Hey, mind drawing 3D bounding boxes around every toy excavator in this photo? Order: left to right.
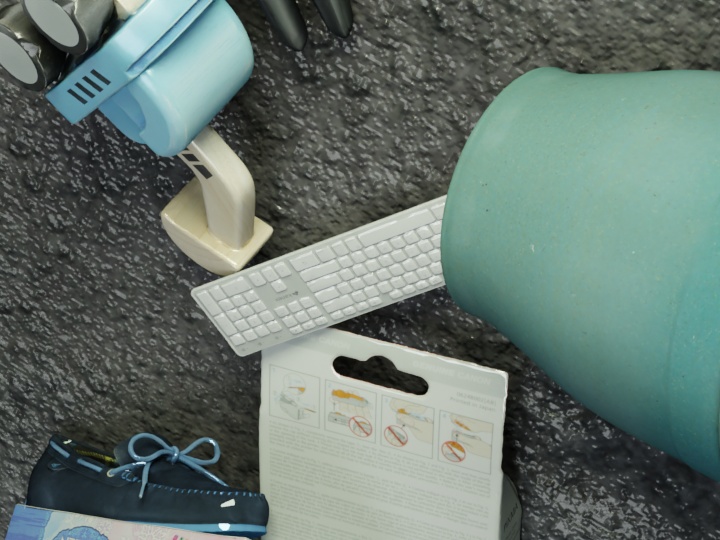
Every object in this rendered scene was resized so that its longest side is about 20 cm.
[{"bbox_3d":[-0.104,-0.090,1.196,0.200,0.100,0.194,47,153,-9],"label":"toy excavator"}]

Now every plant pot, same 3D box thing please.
[{"bbox_3d":[0.150,-0.011,1.081,0.188,0.200,0.200,22,134,32],"label":"plant pot"}]

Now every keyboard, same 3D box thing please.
[{"bbox_3d":[0.000,0.000,1.245,0.200,0.011,0.056,-20,130,24],"label":"keyboard"}]

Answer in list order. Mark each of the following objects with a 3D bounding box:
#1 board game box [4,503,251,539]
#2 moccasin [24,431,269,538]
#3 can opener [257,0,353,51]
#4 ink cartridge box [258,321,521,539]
[{"bbox_3d":[-0.084,0.200,1.354,0.199,0.043,0.200,1,159,41],"label":"board game box"},{"bbox_3d":[-0.142,0.134,1.400,0.200,0.068,0.080,1,168,35],"label":"moccasin"},{"bbox_3d":[-0.057,-0.196,1.126,0.063,0.079,0.200,-3,132,20],"label":"can opener"},{"bbox_3d":[0.018,0.116,1.341,0.160,0.047,0.200,14,124,19],"label":"ink cartridge box"}]
